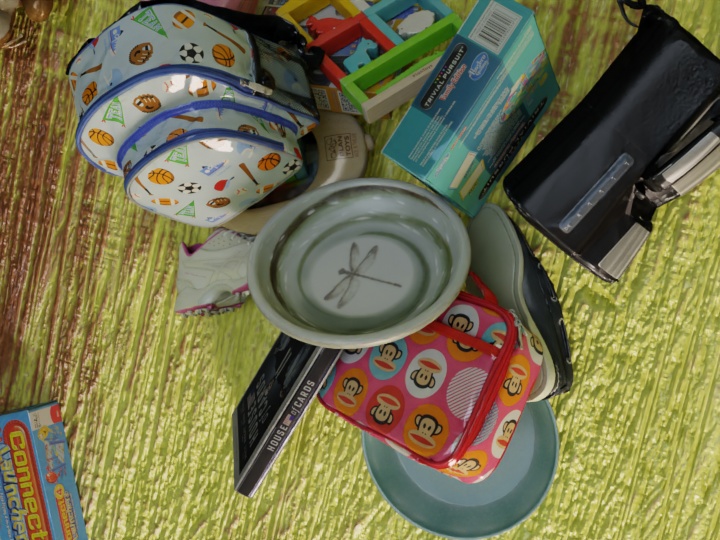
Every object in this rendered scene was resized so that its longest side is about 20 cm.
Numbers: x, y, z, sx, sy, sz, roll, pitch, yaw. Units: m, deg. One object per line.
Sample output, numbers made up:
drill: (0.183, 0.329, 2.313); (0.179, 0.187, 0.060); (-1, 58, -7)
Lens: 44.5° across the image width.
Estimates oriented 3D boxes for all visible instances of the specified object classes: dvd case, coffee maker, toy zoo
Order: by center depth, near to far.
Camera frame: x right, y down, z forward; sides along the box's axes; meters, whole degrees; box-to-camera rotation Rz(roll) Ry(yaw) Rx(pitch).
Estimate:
coffee maker: (0.219, -0.120, 0.777); (0.200, 0.135, 0.192); (-47, 73, 16)
toy zoo: (0.007, -0.236, 0.839); (0.131, 0.020, 0.200); (-33, 58, -10)
dvd case: (-0.072, 0.105, 0.880); (0.025, 0.150, 0.201); (28, 103, -17)

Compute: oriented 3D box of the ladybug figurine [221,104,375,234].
ladybug figurine: (-0.076, -0.104, 0.900); (0.199, 0.072, 0.137); (-9, 83, 19)

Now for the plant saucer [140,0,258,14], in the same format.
plant saucer: (-0.173, -0.251, 0.895); (0.200, 0.051, 0.201); (-27, 45, 31)

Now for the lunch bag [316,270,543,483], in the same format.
lunch bag: (0.065, 0.079, 0.805); (0.200, 0.082, 0.177); (20, 82, 45)

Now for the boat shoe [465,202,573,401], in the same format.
boat shoe: (0.156, 0.029, 0.835); (0.074, 0.066, 0.200); (-44, 51, 39)

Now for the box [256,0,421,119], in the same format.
box: (-0.048, -0.219, 0.875); (0.199, 0.042, 0.120); (12, 61, 16)

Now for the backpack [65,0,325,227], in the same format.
backpack: (-0.152, -0.134, 0.766); (0.200, 0.190, 0.155); (-35, 52, 30)

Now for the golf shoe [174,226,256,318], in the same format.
golf shoe: (-0.120, -0.010, 0.914); (0.199, 0.075, 0.092); (-16, 77, 29)

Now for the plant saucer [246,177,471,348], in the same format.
plant saucer: (0.000, 0.000, 0.788); (0.199, 0.201, 0.050); (8, 140, 18)

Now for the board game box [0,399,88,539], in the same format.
board game box: (-0.436, 0.273, 1.053); (0.195, 0.056, 0.201); (-14, 89, 19)

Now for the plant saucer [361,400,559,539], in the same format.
plant saucer: (0.099, 0.165, 0.879); (0.199, 0.036, 0.201); (1, 94, 19)

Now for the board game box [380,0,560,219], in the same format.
board game box: (0.103, -0.134, 0.765); (0.047, 0.200, 0.151); (35, 96, 18)

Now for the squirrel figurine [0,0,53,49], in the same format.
squirrel figurine: (-0.412, -0.345, 0.989); (0.187, 0.141, 0.200); (-50, 64, 25)
